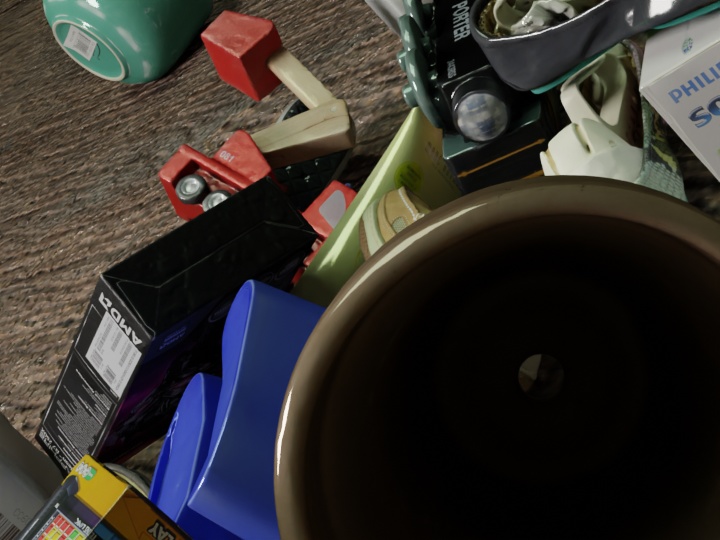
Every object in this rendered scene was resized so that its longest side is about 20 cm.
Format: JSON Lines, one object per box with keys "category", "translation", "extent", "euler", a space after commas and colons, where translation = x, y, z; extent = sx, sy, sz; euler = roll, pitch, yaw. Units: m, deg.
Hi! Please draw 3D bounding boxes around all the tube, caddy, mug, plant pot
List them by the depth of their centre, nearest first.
{"category": "plant pot", "translation": [0.072, 0.060, 0.696], "extent": [0.200, 0.201, 0.175], "euler": [-42, 4, 7]}
{"category": "caddy", "translation": [-0.037, 0.100, 0.894], "extent": [0.201, 0.104, 0.142], "euler": [-83, 20, -57]}
{"category": "tube", "translation": [0.000, 0.000, 1.047], "extent": [0.201, 0.052, 0.058], "euler": [-54, -12, -12]}
{"category": "mug", "translation": [-0.232, -0.249, 1.813], "extent": [0.151, 0.186, 0.115], "euler": [15, 61, 37]}

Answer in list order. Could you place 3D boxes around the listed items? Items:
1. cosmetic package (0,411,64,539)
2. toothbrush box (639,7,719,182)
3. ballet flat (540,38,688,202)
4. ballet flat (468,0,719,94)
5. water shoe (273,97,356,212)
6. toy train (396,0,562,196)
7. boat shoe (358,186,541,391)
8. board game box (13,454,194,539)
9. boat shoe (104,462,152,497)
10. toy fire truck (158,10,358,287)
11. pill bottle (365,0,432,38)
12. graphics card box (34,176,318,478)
{"category": "cosmetic package", "translation": [-0.241, 0.145, 1.158], "extent": [0.081, 0.113, 0.200], "euler": [-46, 20, -6]}
{"category": "toothbrush box", "translation": [0.224, -0.151, 0.890], "extent": [0.145, 0.086, 0.201], "euler": [-31, 25, 33]}
{"category": "ballet flat", "translation": [0.125, -0.060, 0.925], "extent": [0.069, 0.071, 0.201], "euler": [-32, 26, 27]}
{"category": "ballet flat", "translation": [0.123, -0.142, 0.857], "extent": [0.199, 0.073, 0.073], "euler": [-24, 29, 48]}
{"category": "water shoe", "translation": [-0.065, -0.026, 1.234], "extent": [0.201, 0.071, 0.079], "euler": [-55, -3, -22]}
{"category": "toy train", "translation": [0.074, -0.105, 1.035], "extent": [0.084, 0.115, 0.201], "euler": [-22, 26, 11]}
{"category": "boat shoe", "translation": [0.057, 0.000, 0.937], "extent": [0.076, 0.071, 0.200], "euler": [-52, 30, 15]}
{"category": "board game box", "translation": [-0.079, 0.195, 0.665], "extent": [0.166, 0.200, 0.057], "euler": [-50, 24, -12]}
{"category": "boat shoe", "translation": [-0.118, 0.160, 0.973], "extent": [0.072, 0.066, 0.201], "euler": [-46, 21, 1]}
{"category": "toy fire truck", "translation": [-0.051, -0.075, 1.172], "extent": [0.199, 0.049, 0.141], "euler": [30, 69, 31]}
{"category": "pill bottle", "translation": [0.088, -0.248, 1.263], "extent": [0.200, 0.116, 0.116], "euler": [-46, 22, -1]}
{"category": "graphics card box", "translation": [-0.109, 0.040, 1.041], "extent": [0.125, 0.051, 0.200], "euler": [-32, -16, -35]}
